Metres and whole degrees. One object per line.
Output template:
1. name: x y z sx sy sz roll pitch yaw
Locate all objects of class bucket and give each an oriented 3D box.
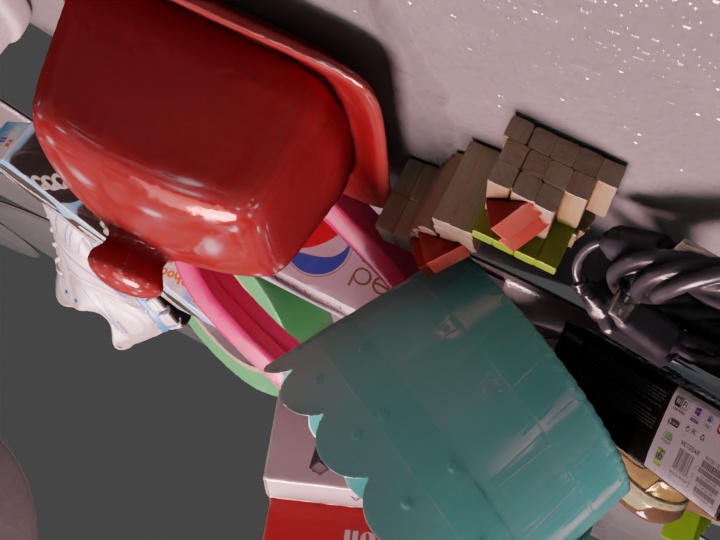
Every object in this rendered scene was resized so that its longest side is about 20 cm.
1. bucket: 0.052 0.099 0.702 0.208 0.134 0.207 55 175 7

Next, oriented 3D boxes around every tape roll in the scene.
1. tape roll: -0.105 0.012 1.005 0.200 0.048 0.202 38 150 27

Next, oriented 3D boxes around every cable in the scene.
1. cable: 0.210 0.031 0.582 0.199 0.051 0.162 31 161 -30

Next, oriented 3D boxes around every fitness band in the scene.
1. fitness band: -0.038 0.005 0.811 0.200 0.037 0.143 45 122 -8

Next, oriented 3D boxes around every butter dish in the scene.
1. butter dish: -0.096 -0.055 0.642 0.198 0.149 0.200 27 169 9

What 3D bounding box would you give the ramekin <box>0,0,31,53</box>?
1. ramekin: -0.321 -0.179 0.759 0.201 0.095 0.202 27 169 6

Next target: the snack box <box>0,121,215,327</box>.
1. snack box: -0.186 -0.035 0.892 0.200 0.037 0.116 40 170 -23

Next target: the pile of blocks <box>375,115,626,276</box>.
1. pile of blocks: 0.067 -0.021 0.627 0.082 0.063 0.200 31 169 -14

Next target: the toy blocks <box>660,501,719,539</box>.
1. toy blocks: 0.295 0.171 0.918 0.199 0.101 0.136 19 178 40

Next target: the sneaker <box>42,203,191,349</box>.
1. sneaker: -0.232 -0.016 0.991 0.201 0.086 0.075 56 -165 -13

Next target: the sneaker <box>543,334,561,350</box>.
1. sneaker: 0.121 0.101 0.841 0.080 0.084 0.200 1 155 -39

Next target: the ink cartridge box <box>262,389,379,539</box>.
1. ink cartridge box: 0.024 0.175 0.914 0.197 0.178 0.045 5 149 5

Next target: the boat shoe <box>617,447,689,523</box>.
1. boat shoe: 0.177 0.095 0.891 0.071 0.077 0.200 -9 -142 -43

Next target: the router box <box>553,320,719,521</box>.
1. router box: 0.211 0.099 0.680 0.148 0.052 0.200 21 -174 -21

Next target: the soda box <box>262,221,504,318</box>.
1. soda box: 0.000 0.000 0.866 0.198 0.069 0.064 26 169 6
